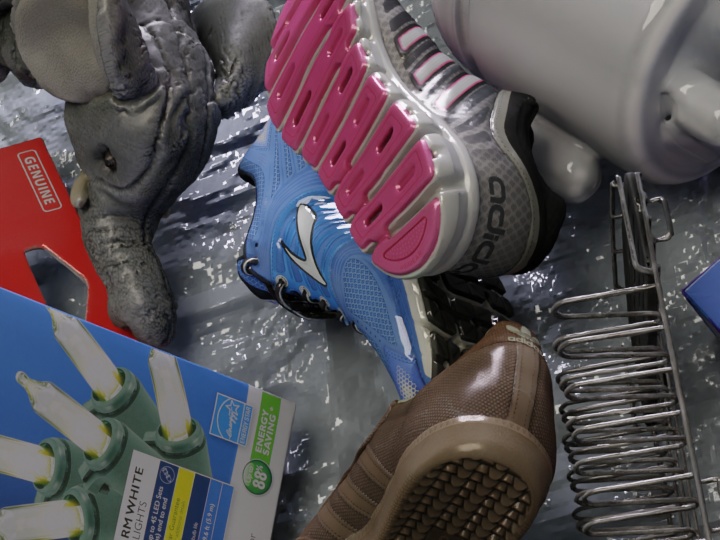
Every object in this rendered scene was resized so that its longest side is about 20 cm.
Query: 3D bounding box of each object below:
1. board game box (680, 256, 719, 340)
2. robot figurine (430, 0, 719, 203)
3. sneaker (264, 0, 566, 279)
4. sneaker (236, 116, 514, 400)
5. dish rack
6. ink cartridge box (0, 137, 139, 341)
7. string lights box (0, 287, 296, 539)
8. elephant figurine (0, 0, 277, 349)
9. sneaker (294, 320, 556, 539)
[{"bbox_3d":[0.241,-0.008,0.763,0.200,0.045,0.135,-42,53,5],"label":"board game box"},{"bbox_3d":[0.107,-0.112,0.849,0.200,0.113,0.170,37,95,37],"label":"robot figurine"},{"bbox_3d":[0.024,-0.061,0.828,0.074,0.087,0.200,-59,36,25],"label":"sneaker"},{"bbox_3d":[0.000,0.000,0.888,0.089,0.078,0.201,-43,46,17],"label":"sneaker"},{"bbox_3d":[0.099,0.072,0.740,0.054,0.154,0.202,-7,60,3],"label":"dish rack"},{"bbox_3d":[-0.198,0.017,0.925,0.175,0.045,0.201,-19,55,-18],"label":"ink cartridge box"},{"bbox_3d":[-0.131,0.075,0.833,0.059,0.199,0.104,-21,53,51],"label":"string lights box"},{"bbox_3d":[-0.107,-0.095,0.956,0.141,0.156,0.200,-31,51,-18],"label":"elephant figurine"},{"bbox_3d":[0.021,0.096,0.789,0.200,0.070,0.076,-48,18,46],"label":"sneaker"}]
